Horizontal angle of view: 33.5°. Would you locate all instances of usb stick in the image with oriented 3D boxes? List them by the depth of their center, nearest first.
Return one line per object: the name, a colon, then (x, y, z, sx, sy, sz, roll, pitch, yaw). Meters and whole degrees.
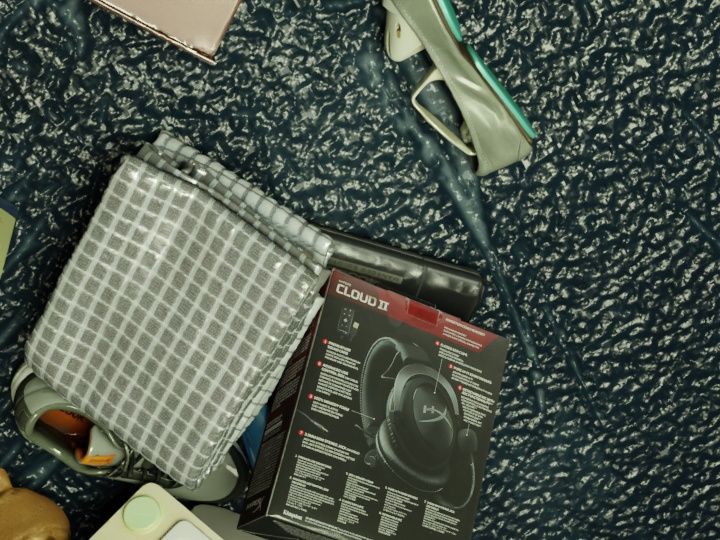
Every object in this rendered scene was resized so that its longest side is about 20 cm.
usb stick: (0.000, 0.000, 0.903, 0.198, 0.033, 0.056, 16, 119, -16)

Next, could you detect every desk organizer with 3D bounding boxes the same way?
desk organizer: (-0.164, -0.217, 0.751, 0.198, 0.072, 0.077, 26, 107, -20)

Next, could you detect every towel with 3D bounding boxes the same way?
towel: (-0.127, 0.028, 0.826, 0.165, 0.086, 0.201, 34, 109, 10)

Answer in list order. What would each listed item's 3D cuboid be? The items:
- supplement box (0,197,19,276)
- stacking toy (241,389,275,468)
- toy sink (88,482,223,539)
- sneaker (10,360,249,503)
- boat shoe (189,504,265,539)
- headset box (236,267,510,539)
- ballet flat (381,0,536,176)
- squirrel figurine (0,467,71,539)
supplement box: (-0.335, 0.044, 0.773, 0.133, 0.200, 0.201, 29, 108, -21)
stacking toy: (0.011, 0.120, 0.934, 0.198, 0.110, 0.117, -18, 115, -13)
toy sink: (-0.143, 0.249, 0.881, 0.112, 0.130, 0.201, -44, 151, -27)
sneaker: (-0.176, 0.136, 0.912, 0.199, 0.080, 0.074, 26, 107, -20)
boat shoe: (-0.083, 0.278, 0.995, 0.199, 0.075, 0.093, 35, 100, -22)
headset box: (0.014, 0.105, 0.848, 0.147, 0.202, 0.077, 21, 154, -16)
ballet flat: (0.052, -0.148, 0.823, 0.063, 0.068, 0.201, -29, 116, 13)
squirrel figurine: (-0.307, 0.242, 0.886, 0.187, 0.142, 0.200, -46, 149, 6)
